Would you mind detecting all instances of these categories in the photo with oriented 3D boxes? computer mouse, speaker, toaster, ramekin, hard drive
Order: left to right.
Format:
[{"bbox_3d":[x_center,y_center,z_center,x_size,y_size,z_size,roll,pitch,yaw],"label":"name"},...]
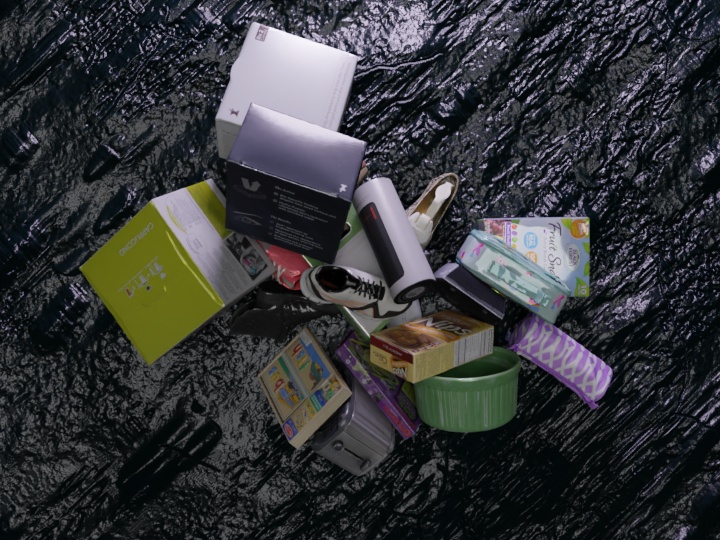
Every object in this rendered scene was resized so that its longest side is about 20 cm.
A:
[{"bbox_3d":[-0.015,0.261,1.310,0.113,0.201,0.129,-41,114,19],"label":"toaster"},{"bbox_3d":[0.054,-0.052,1.240,0.080,0.081,0.204,-22,69,0],"label":"speaker"},{"bbox_3d":[0.080,0.074,1.368,0.107,0.044,0.206,-10,93,-2],"label":"computer mouse"},{"bbox_3d":[0.184,0.205,1.304,0.194,0.200,0.100,-5,100,-1],"label":"ramekin"},{"bbox_3d":[0.183,0.040,1.290,0.133,0.200,0.043,35,84,0],"label":"hard drive"}]

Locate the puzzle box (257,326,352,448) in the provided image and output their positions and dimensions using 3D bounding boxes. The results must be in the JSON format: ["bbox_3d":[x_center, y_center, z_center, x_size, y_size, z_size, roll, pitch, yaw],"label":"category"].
[{"bbox_3d":[-0.104,0.200,1.302,0.133,0.200,0.025,-46,126,2],"label":"puzzle box"}]

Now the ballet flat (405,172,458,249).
[{"bbox_3d":[0.117,-0.100,1.307,0.067,0.075,0.202,37,63,-5],"label":"ballet flat"}]

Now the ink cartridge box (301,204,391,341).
[{"bbox_3d":[0.000,0.000,1.307,0.145,0.048,0.201,-41,90,-16],"label":"ink cartridge box"}]

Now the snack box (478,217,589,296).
[{"bbox_3d":[0.317,-0.024,1.364,0.194,0.053,0.146,0,94,0],"label":"snack box"}]

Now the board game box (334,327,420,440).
[{"bbox_3d":[0.041,0.193,1.335,0.032,0.120,0.201,-37,93,19],"label":"board game box"}]

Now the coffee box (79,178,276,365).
[{"bbox_3d":[-0.303,-0.002,1.249,0.198,0.198,0.202,-35,93,25],"label":"coffee box"}]

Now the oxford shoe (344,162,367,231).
[{"bbox_3d":[-0.042,-0.110,1.336,0.075,0.070,0.201,42,74,-12],"label":"oxford shoe"}]

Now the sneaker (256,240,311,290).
[{"bbox_3d":[-0.135,-0.011,1.325,0.195,0.088,0.075,8,137,-2],"label":"sneaker"}]

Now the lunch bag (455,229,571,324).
[{"bbox_3d":[0.261,0.008,1.260,0.197,0.160,0.078,31,94,0],"label":"lunch bag"}]

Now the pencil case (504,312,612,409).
[{"bbox_3d":[0.363,0.161,1.357,0.198,0.084,0.086,33,55,-1],"label":"pencil case"}]

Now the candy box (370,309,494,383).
[{"bbox_3d":[0.125,0.127,1.286,0.197,0.114,0.057,-14,112,-37],"label":"candy box"}]

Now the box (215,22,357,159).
[{"bbox_3d":[-0.125,-0.280,1.272,0.195,0.131,0.203,17,69,-2],"label":"box"}]

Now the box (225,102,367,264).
[{"bbox_3d":[-0.106,-0.132,1.178,0.192,0.201,0.120,18,61,-2],"label":"box"}]

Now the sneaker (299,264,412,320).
[{"bbox_3d":[-0.002,0.036,1.238,0.195,0.080,0.076,10,76,-14],"label":"sneaker"}]

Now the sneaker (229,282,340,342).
[{"bbox_3d":[-0.135,0.083,1.355,0.195,0.060,0.106,11,113,-17],"label":"sneaker"}]
